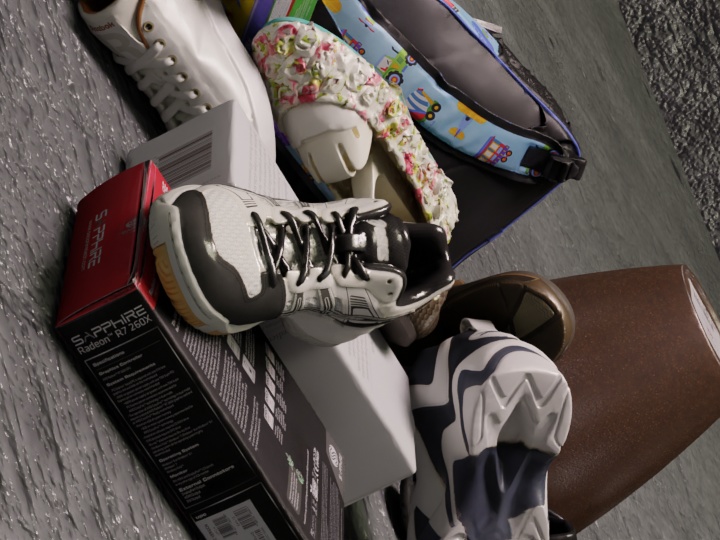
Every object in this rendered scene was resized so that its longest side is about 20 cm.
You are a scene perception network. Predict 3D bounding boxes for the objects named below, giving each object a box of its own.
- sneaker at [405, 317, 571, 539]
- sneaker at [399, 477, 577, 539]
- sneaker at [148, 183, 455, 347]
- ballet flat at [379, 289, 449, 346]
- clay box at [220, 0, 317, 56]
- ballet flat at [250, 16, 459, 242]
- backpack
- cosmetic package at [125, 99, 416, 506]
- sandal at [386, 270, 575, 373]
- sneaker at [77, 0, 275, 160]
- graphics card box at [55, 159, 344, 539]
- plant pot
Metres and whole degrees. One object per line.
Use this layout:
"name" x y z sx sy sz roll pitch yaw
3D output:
"sneaker" 0.054 0.118 1.573 0.130 0.079 0.199 -122 -143 -64
"sneaker" 0.100 0.196 1.696 0.200 0.091 0.076 61 12 -21
"sneaker" -0.025 -0.012 1.340 0.200 0.088 0.076 7 68 -62
"ballet flat" 0.000 0.000 1.598 0.067 0.046 0.200 55 -13 -20
"clay box" -0.098 -0.222 1.589 0.200 0.048 0.115 50 -28 13
"ballet flat" 0.001 -0.064 1.598 0.200 0.076 0.064 47 38 -43
"backpack" 0.010 -0.098 1.724 0.200 0.183 0.135 44 13 -26
"cosmetic package" -0.047 0.022 1.481 0.200 0.071 0.101 58 14 -25
"sandal" 0.057 0.031 1.640 0.055 0.200 0.082 -43 104 -39
"sneaker" -0.113 -0.119 1.544 0.085 0.073 0.200 -27 100 -45
"graphics card box" -0.074 0.060 1.358 0.200 0.051 0.126 57 15 -26
"plant pot" 0.140 0.078 1.821 0.187 0.200 0.187 58 14 -24
